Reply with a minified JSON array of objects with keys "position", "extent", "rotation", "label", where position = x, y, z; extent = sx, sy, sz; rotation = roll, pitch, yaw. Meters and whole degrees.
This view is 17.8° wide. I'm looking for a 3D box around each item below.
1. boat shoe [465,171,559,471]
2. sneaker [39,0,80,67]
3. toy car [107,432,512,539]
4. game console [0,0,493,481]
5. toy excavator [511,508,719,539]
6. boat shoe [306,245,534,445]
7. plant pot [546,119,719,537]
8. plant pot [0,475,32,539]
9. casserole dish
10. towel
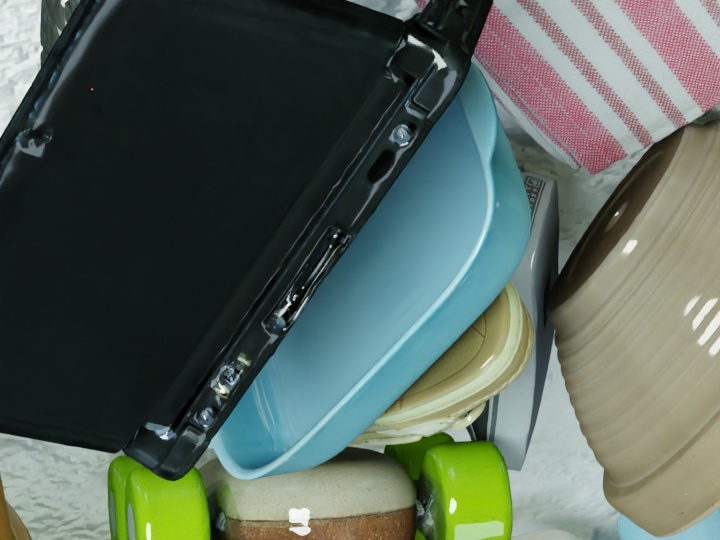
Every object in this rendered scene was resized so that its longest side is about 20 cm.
[{"position":[0.055,0.020,1.015],"extent":[0.056,0.069,0.200],"rotation":[11,146,10],"label":"boat shoe"},{"position":[-0.074,-0.036,0.863],"extent":[0.086,0.078,0.200],"rotation":[-8,144,-20],"label":"sneaker"},{"position":[-0.022,0.180,1.038],"extent":[0.164,0.200,0.158],"rotation":[-3,179,-12],"label":"toy car"},{"position":[-0.056,-0.036,0.796],"extent":[0.116,0.176,0.200],"rotation":[33,119,-6],"label":"game console"},{"position":[0.142,0.168,1.235],"extent":[0.194,0.100,0.200],"rotation":[-31,130,14],"label":"toy excavator"},{"position":[0.011,0.040,0.959],"extent":[0.063,0.073,0.201],"rotation":[17,156,-32],"label":"boat shoe"},{"position":[0.143,0.004,0.958],"extent":[0.093,0.201,0.201],"rotation":[35,128,-5],"label":"plant pot"},{"position":[-0.218,0.090,0.887],"extent":[0.200,0.200,0.184],"rotation":[-4,126,-19],"label":"plant pot"},{"position":[0.000,0.000,0.900],"extent":[0.039,0.121,0.200],"rotation":[18,129,-36],"label":"casserole dish"},{"position":[0.131,-0.124,0.880],"extent":[0.200,0.030,0.146],"rotation":[-31,141,15],"label":"towel"}]
